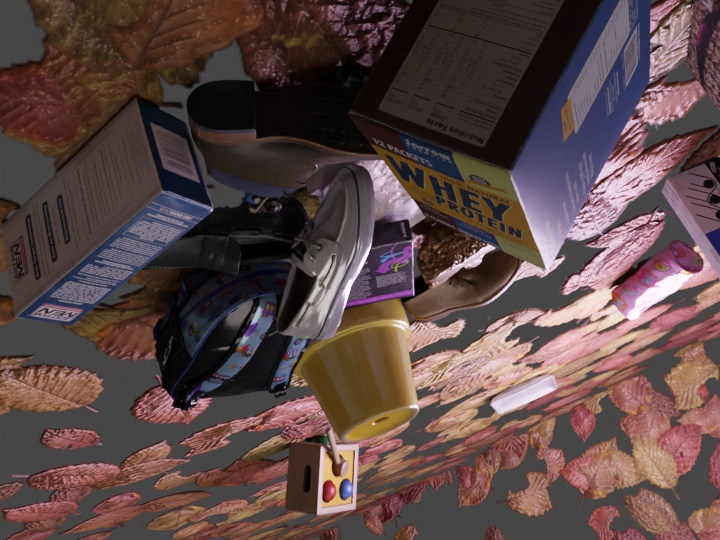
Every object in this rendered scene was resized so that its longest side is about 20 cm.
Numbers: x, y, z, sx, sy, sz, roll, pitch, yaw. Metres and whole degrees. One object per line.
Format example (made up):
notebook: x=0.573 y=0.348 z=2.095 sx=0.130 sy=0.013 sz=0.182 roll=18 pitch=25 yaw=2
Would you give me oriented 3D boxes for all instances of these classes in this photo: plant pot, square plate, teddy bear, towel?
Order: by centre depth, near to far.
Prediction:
towel: x=0.064 y=-0.118 z=0.762 sx=0.199 sy=0.032 sz=0.191 roll=-33 pitch=152 yaw=19
teddy bear: x=0.161 y=-0.056 z=0.933 sx=0.199 sy=0.067 sz=0.145 roll=-36 pitch=161 yaw=12
plant pot: x=-0.001 y=0.153 z=1.045 sx=0.199 sy=0.190 sz=0.201 roll=-18 pitch=155 yaw=-9
square plate: x=0.487 y=0.367 z=2.013 sx=0.199 sy=0.029 sz=0.198 roll=-26 pitch=153 yaw=8

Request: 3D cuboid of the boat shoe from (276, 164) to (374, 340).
boat shoe: x=-0.040 y=-0.012 z=0.699 sx=0.066 sy=0.073 sz=0.201 roll=0 pitch=114 yaw=-33

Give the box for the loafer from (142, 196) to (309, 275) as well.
loafer: x=-0.146 y=-0.029 z=0.720 sx=0.199 sy=0.071 sz=0.068 roll=-12 pitch=152 yaw=-20

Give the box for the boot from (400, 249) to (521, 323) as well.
boot: x=0.156 y=0.018 z=1.054 sx=0.199 sy=0.074 sz=0.075 roll=-28 pitch=144 yaw=16

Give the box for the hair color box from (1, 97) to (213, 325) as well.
hair color box: x=-0.228 y=-0.045 z=0.592 sx=0.199 sy=0.101 sz=0.060 roll=-33 pitch=153 yaw=22

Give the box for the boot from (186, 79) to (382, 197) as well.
boot: x=-0.053 y=-0.114 z=0.610 sx=0.198 sy=0.075 sz=0.097 roll=7 pitch=154 yaw=-8

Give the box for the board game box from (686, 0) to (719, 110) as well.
board game box: x=0.436 y=-0.208 z=0.686 sx=0.096 sy=0.201 sz=0.159 roll=-27 pitch=153 yaw=11

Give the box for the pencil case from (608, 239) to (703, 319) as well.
pencil case: x=0.609 y=0.021 z=1.394 sx=0.087 sy=0.088 sz=0.200 roll=-8 pitch=151 yaw=-27

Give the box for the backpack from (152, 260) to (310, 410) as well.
backpack: x=-0.141 y=0.061 z=0.821 sx=0.182 sy=0.135 sz=0.200 roll=1 pitch=138 yaw=-40

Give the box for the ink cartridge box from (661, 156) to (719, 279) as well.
ink cartridge box: x=0.565 y=-0.072 z=1.041 sx=0.093 sy=0.201 sz=0.044 roll=-22 pitch=154 yaw=1

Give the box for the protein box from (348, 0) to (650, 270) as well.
protein box: x=0.126 y=-0.142 z=0.542 sx=0.201 sy=0.134 sz=0.198 roll=-60 pitch=151 yaw=-5

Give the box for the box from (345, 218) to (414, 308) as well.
box: x=0.000 y=0.000 z=0.892 sx=0.142 sy=0.036 sz=0.200 roll=-11 pitch=159 yaw=0

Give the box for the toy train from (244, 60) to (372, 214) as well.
toy train: x=-0.058 y=-0.123 z=0.650 sx=0.046 sy=0.034 sz=0.200 roll=19 pitch=132 yaw=-33

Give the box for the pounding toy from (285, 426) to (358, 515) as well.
pounding toy: x=-0.082 y=0.476 z=1.622 sx=0.141 sy=0.202 sz=0.184 roll=-4 pitch=167 yaw=35
